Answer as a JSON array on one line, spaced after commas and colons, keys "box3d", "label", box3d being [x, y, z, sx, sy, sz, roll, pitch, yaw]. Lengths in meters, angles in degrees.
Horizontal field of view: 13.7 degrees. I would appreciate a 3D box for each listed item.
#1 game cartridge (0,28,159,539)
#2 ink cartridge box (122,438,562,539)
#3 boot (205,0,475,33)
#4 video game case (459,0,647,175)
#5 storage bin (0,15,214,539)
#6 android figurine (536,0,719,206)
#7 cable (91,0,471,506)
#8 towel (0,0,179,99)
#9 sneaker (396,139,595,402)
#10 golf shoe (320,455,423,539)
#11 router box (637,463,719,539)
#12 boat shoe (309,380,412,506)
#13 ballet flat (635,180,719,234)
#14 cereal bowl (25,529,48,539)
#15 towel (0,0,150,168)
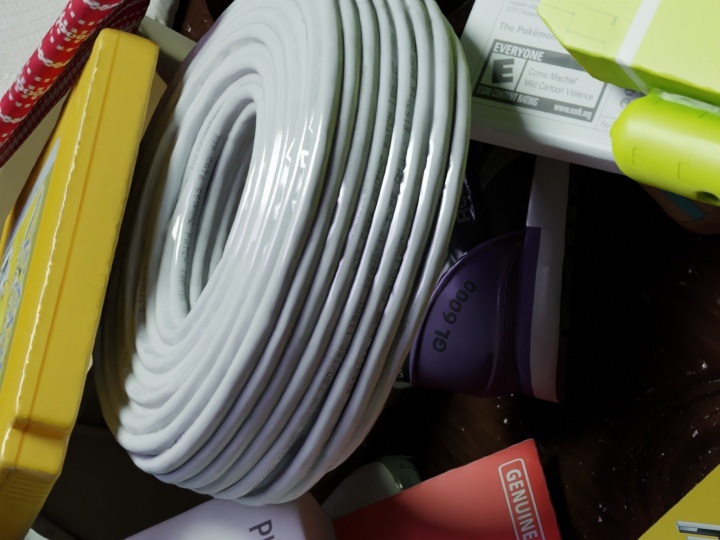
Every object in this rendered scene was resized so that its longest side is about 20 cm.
[{"box3d": [-0.128, 0.022, 1.179, 0.200, 0.032, 0.177, 125, 158, -65], "label": "game cartridge"}, {"box3d": [-0.005, 0.155, 1.057, 0.176, 0.045, 0.200, -24, 46, 11], "label": "ink cartridge box"}, {"box3d": [-0.014, -0.135, 1.242, 0.075, 0.097, 0.200, -46, 21, -30], "label": "boot"}, {"box3d": [0.141, -0.113, 1.043, 0.200, 0.023, 0.183, 15, 78, 34], "label": "video game case"}, {"box3d": [-0.106, 0.004, 1.347, 0.199, 0.094, 0.200, -58, 32, 11], "label": "storage bin"}, {"box3d": [0.140, -0.108, 1.002, 0.200, 0.041, 0.183, 19, 80, 32], "label": "android figurine"}, {"box3d": [-0.031, -0.017, 1.086, 0.200, 0.069, 0.200, -60, 24, 30], "label": "cable"}, {"box3d": [-0.151, -0.137, 1.571, 0.200, 0.034, 0.133, -10, 62, 53], "label": "towel"}, {"box3d": [0.044, -0.054, 1.121, 0.087, 0.076, 0.201, 4, 78, 11], "label": "sneaker"}, {"box3d": [-0.040, 0.155, 1.151, 0.200, 0.088, 0.077, -60, 30, 5], "label": "golf shoe"}, {"box3d": [0.139, 0.148, 0.917, 0.157, 0.052, 0.200, -47, 36, 28], "label": "router box"}, {"box3d": [0.000, 0.000, 1.201, 0.063, 0.073, 0.201, -17, 53, 69], "label": "boat shoe"}, {"box3d": [0.120, -0.108, 1.114, 0.069, 0.063, 0.201, -35, 42, 37], "label": "ballet flat"}, {"box3d": [-0.196, 0.118, 1.312, 0.083, 0.200, 0.200, -42, 36, 11], "label": "cereal bowl"}, {"box3d": [-0.098, -0.109, 1.212, 0.145, 0.022, 0.200, -53, 5, -40], "label": "towel"}]
